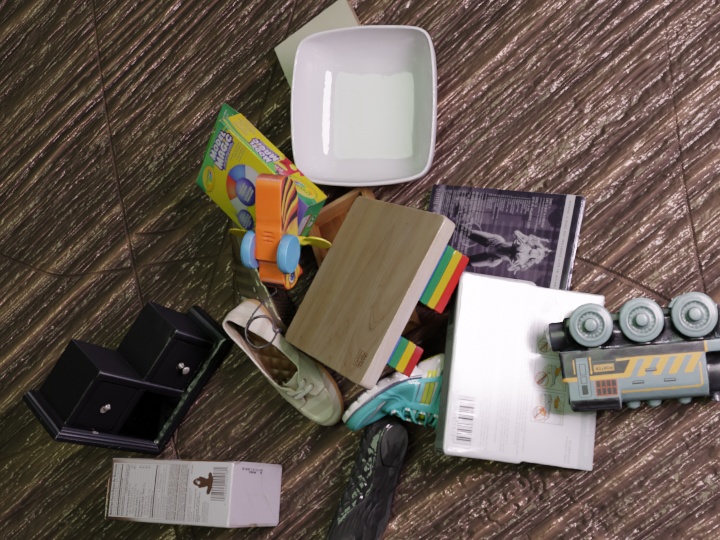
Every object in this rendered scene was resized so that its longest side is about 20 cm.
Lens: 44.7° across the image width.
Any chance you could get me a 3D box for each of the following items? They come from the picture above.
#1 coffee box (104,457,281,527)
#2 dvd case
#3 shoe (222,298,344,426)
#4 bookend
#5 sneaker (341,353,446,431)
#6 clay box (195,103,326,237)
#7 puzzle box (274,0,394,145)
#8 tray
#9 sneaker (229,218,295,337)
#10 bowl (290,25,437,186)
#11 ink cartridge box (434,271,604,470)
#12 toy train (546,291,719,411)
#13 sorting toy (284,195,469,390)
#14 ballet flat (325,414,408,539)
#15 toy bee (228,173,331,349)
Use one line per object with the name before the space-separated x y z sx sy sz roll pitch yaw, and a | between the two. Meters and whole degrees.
coffee box | -0.215 0.286 1.133 0.197 0.114 0.081 -5 74 28
dvd case | 0.165 -0.026 1.072 0.197 0.016 0.151 7 79 30
shoe | -0.101 0.124 1.119 0.200 0.053 0.070 47 116 7
bookend | -0.304 0.131 1.175 0.092 0.198 0.201 36 93 33
sneaker | 0.074 0.147 1.019 0.197 0.078 0.081 -21 77 -1
clay box | -0.145 -0.117 1.173 0.200 0.047 0.116 43 130 14
puzzle box | -0.037 -0.275 1.246 0.132 0.025 0.202 -30 64 17
tray | 0.000 0.000 1.143 0.098 0.037 0.203 -28 64 19
sneaker | -0.154 0.015 1.202 0.075 0.070 0.202 -34 61 21
bowl | 0.010 -0.210 1.148 0.196 0.075 0.204 1 91 19
ink cartridge box | 0.180 0.114 0.988 0.170 0.044 0.204 9 80 -8
toy train | 0.299 0.087 0.926 0.196 0.085 0.116 -7 85 14
sorting toy | 0.022 0.028 1.023 0.198 0.069 0.202 20 82 59
ballet flat | 0.007 0.271 1.061 0.203 0.066 0.057 -67 20 -5
toy bee | -0.110 -0.021 1.106 0.130 0.109 0.202 28 103 12
